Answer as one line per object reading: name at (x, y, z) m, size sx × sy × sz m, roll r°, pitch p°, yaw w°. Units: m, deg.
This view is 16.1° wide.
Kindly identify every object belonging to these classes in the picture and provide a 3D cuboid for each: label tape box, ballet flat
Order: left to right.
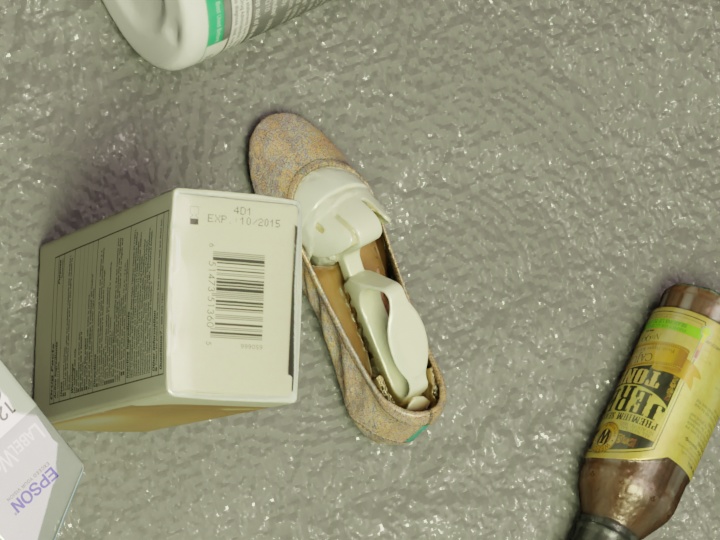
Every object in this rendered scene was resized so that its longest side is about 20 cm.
label tape box at (-0.202, 0.095, 1.282) m, size 0.066 × 0.143 × 0.200 m, roll -44°, pitch 102°, yaw -23°
ballet flat at (0.000, 0.000, 1.433) m, size 0.068 × 0.067 × 0.201 m, roll -26°, pitch 94°, yaw -26°

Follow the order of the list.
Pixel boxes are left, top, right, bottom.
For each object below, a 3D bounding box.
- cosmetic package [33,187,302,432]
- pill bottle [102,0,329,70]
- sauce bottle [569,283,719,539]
cosmetic package at (-0.102, 0.025, 1.308) m, size 0.071 × 0.200 × 0.106 m, roll 5°, pitch 82°, yaw -25°
pill bottle at (-0.044, -0.198, 1.414) m, size 0.199 × 0.113 × 0.114 m, roll -27°, pitch 95°, yaw -26°
sauce bottle at (0.169, 0.105, 1.500) m, size 0.064 × 0.065 × 0.201 m, roll 33°, pitch 69°, yaw -18°
